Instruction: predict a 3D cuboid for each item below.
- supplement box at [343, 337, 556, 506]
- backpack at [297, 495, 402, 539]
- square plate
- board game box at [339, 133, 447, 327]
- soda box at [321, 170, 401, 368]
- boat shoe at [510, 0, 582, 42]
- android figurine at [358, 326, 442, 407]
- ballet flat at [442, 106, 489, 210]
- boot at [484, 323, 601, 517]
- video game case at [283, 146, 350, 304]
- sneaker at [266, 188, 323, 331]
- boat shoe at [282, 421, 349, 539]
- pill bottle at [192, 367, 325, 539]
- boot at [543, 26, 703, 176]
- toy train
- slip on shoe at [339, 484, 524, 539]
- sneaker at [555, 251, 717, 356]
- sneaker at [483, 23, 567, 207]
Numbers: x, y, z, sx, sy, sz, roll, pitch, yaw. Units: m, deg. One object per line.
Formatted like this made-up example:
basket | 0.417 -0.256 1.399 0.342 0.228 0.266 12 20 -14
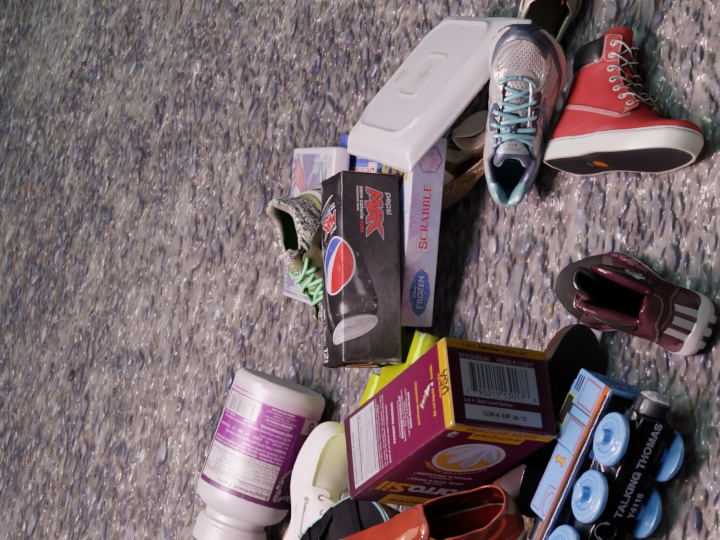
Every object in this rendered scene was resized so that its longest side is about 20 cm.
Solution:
supplement box | 0.078 0.145 1.421 0.200 0.110 0.086 -45 42 51
backpack | 0.016 0.324 1.480 0.176 0.153 0.200 -50 46 18
square plate | 0.072 -0.196 1.624 0.200 0.028 0.198 -50 22 -5
board game box | 0.026 -0.049 1.699 0.200 0.041 0.201 -169 83 -66
soda box | 0.000 0.000 1.614 0.063 0.070 0.201 159 112 -66
boat shoe | 0.195 -0.282 1.601 0.063 0.071 0.201 -111 42 -65
android figurine | 0.033 0.157 1.615 0.182 0.041 0.201 -159 89 -77
ballet flat | 0.112 -0.130 1.655 0.200 0.065 0.071 -40 44 40
boot | 0.142 0.124 1.499 0.200 0.068 0.189 25 105 62
video game case | -0.054 -0.053 1.816 0.200 0.023 0.183 -166 81 -74
sneaker | -0.054 0.002 1.674 0.077 0.088 0.201 -39 63 36
boat shoe | -0.037 0.267 1.675 0.069 0.071 0.201 20 100 57
pill bottle | -0.122 0.223 1.780 0.112 0.112 0.201 21 91 57
boot | 0.257 -0.167 1.460 0.200 0.072 0.145 6 77 60
toy train | 0.205 0.188 1.342 0.201 0.086 0.114 -68 23 8
slip on shoe | 0.049 0.239 1.388 0.074 0.199 0.061 -109 4 -50
sneaker | 0.216 0.014 1.381 0.200 0.115 0.076 19 89 57
sneaker | 0.159 -0.147 1.516 0.087 0.077 0.201 -76 -12 -45
